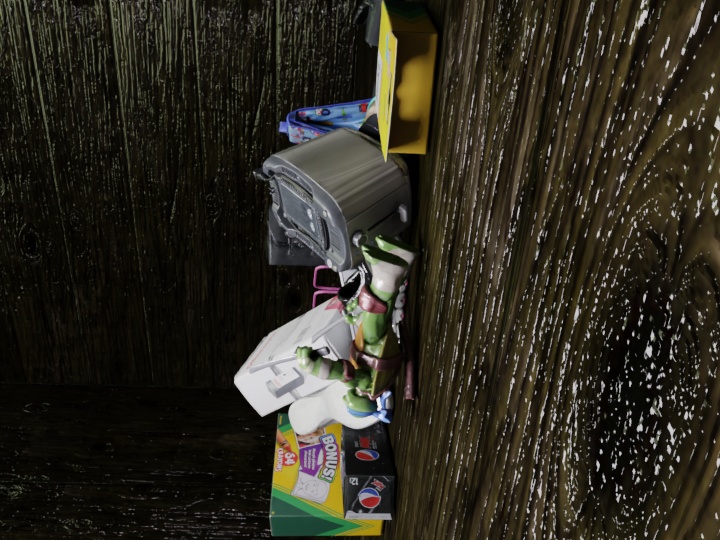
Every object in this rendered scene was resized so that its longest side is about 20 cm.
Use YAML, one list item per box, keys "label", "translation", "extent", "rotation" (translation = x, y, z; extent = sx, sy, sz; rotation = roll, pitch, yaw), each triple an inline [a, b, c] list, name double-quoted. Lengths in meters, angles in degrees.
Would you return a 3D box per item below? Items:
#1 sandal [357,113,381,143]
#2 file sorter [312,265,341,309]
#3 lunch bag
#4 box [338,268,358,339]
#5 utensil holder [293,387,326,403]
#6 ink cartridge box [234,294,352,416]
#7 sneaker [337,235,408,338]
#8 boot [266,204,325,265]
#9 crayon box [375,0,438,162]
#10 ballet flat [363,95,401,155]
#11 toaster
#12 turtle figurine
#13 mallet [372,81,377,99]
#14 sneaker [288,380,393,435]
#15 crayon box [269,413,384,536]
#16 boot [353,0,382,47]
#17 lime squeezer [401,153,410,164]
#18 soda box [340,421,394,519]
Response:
- label: "sandal"
  translation: [0.008, -0.152, 0.962]
  extent: [0.043, 0.076, 0.200]
  rotation: [-51, -3, -10]
- label: "file sorter"
  translation: [-0.029, 0.104, 1.327]
  extent: [0.139, 0.124, 0.202]
  rotation: [102, 170, -70]
- label: "lunch bag"
  translation: [-0.055, -0.274, 1.379]
  extent: [0.151, 0.198, 0.095]
  rotation: [178, 95, -87]
- label: "box"
  translation: [0.000, 0.000, 1.031]
  extent: [0.117, 0.059, 0.202]
  rotation: [-100, -2, -78]
- label: "utensil holder"
  translation: [-0.074, 0.296, 1.732]
  extent: [0.200, 0.168, 0.172]
  rotation: [111, 161, -72]
- label: "ink cartridge box"
  translation: [-0.087, 0.131, 1.156]
  extent: [0.085, 0.199, 0.146]
  rotation: [55, -149, -13]
- label: "sneaker"
  translation: [0.012, 0.048, 0.938]
  extent: [0.074, 0.086, 0.202]
  rotation: [-94, 6, -62]
- label: "boot"
  translation: [-0.050, -0.088, 1.156]
  extent: [0.066, 0.198, 0.167]
  rotation: [149, 123, -86]
- label: "crayon box"
  translation: [0.048, -0.209, 0.787]
  extent: [0.201, 0.050, 0.128]
  rotation: [-92, 5, -59]
- label: "ballet flat"
  translation: [0.031, -0.184, 1.008]
  extent: [0.068, 0.068, 0.200]
  rotation: [61, 176, 3]
- label: "toaster"
  translation: [-0.028, -0.095, 0.878]
  extent: [0.200, 0.129, 0.114]
  rotation: [38, 147, 42]
- label: "turtle figurine"
  translation: [-0.020, 0.054, 0.796]
  extent: [0.200, 0.143, 0.196]
  rotation: [36, 113, 41]
- label: "mallet"
  translation: [0.046, -0.237, 1.020]
  extent: [0.200, 0.041, 0.067]
  rotation: [-121, 33, -77]
- label: "sneaker"
  translation: [-0.016, 0.196, 1.084]
  extent: [0.199, 0.088, 0.076]
  rotation: [-19, 82, 41]
- label: "crayon box"
  translation: [-0.051, 0.320, 1.155]
  extent: [0.201, 0.171, 0.059]
  rotation: [-93, 2, -52]
- label: "boot"
  translation: [0.027, -0.466, 1.106]
  extent: [0.169, 0.076, 0.202]
  rotation: [104, 162, -58]
- label: "lime squeezer"
  translation: [0.046, -0.067, 0.988]
  extent: [0.070, 0.037, 0.202]
  rotation: [32, 125, 49]
- label: "soda box"
  translation: [0.007, 0.278, 1.037]
  extent: [0.200, 0.070, 0.064]
  rotation: [-102, 14, -80]
